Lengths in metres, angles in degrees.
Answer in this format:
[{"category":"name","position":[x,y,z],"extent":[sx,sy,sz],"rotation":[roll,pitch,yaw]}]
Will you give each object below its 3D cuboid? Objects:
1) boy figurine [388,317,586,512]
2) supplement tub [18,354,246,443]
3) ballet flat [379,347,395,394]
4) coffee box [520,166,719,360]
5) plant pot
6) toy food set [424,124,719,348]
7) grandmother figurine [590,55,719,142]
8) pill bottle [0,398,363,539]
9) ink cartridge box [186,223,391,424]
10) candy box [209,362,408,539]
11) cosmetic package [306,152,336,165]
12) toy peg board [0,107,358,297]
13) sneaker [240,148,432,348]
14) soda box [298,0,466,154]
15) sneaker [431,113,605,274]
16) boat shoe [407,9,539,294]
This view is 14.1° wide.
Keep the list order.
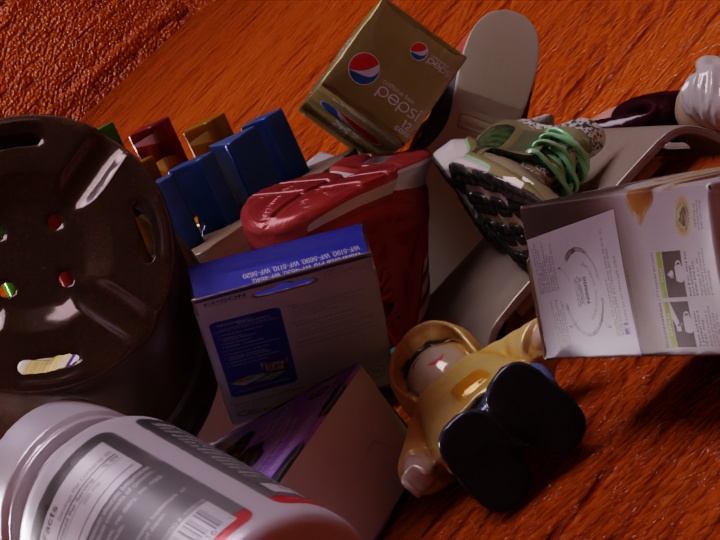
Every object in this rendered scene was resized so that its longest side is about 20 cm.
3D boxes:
[{"category":"boy figurine","position":[0.064,0.066,1.529],"extent":[0.124,0.064,0.200],"rotation":[-45,14,1]},{"category":"supplement tub","position":[-0.144,0.095,1.827],"extent":[0.145,0.146,0.200],"rotation":[-40,12,-17]},{"category":"ballet flat","position":[-0.023,0.045,1.824],"extent":[0.199,0.075,0.074],"rotation":[20,51,37]},{"category":"coffee box","position":[0.169,-0.007,1.371],"extent":[0.114,0.080,0.200],"rotation":[-11,2,-22]},{"category":"plant pot","position":[-0.173,0.016,1.574],"extent":[0.200,0.200,0.198],"rotation":[-39,-11,-13]},{"category":"toy food set","position":[0.122,-0.006,1.688],"extent":[0.200,0.060,0.143],"rotation":[-48,13,-9]},{"category":"grandmother figurine","position":[0.176,-0.088,1.825],"extent":[0.121,0.061,0.199],"rotation":[-29,7,-37]},{"category":"pill bottle","position":[-0.093,0.138,1.411],"extent":[0.114,0.114,0.199],"rotation":[-41,37,-21]},{"category":"ink cartridge box","position":[-0.037,0.024,1.562],"extent":[0.099,0.039,0.200],"rotation":[-14,-21,-2]},{"category":"candy box","position":[-0.081,0.155,1.587],"extent":[0.199,0.072,0.168],"rotation":[-29,13,32]},{"category":"cosmetic package","position":[-0.007,-0.012,1.944],"extent":[0.090,0.107,0.200],"rotation":[-37,10,-4]},{"category":"toy peg board","position":[-0.136,-0.044,1.824],"extent":[0.198,0.098,0.200],"rotation":[-21,10,34]},{"category":"sneaker","position":[0.000,0.000,1.654],"extent":[0.078,0.116,0.200],"rotation":[-5,10,27]},{"category":"soda box","position":[0.011,-0.115,1.796],"extent":[0.068,0.064,0.200],"rotation":[-54,4,-4]},{"category":"sneaker","position":[0.099,-0.060,1.643],"extent":[0.088,0.077,0.200],"rotation":[-36,15,-1]},{"category":"boat shoe","position":[0.061,-0.068,1.835],"extent":[0.063,0.071,0.201],"rotation":[133,158,-73]}]
